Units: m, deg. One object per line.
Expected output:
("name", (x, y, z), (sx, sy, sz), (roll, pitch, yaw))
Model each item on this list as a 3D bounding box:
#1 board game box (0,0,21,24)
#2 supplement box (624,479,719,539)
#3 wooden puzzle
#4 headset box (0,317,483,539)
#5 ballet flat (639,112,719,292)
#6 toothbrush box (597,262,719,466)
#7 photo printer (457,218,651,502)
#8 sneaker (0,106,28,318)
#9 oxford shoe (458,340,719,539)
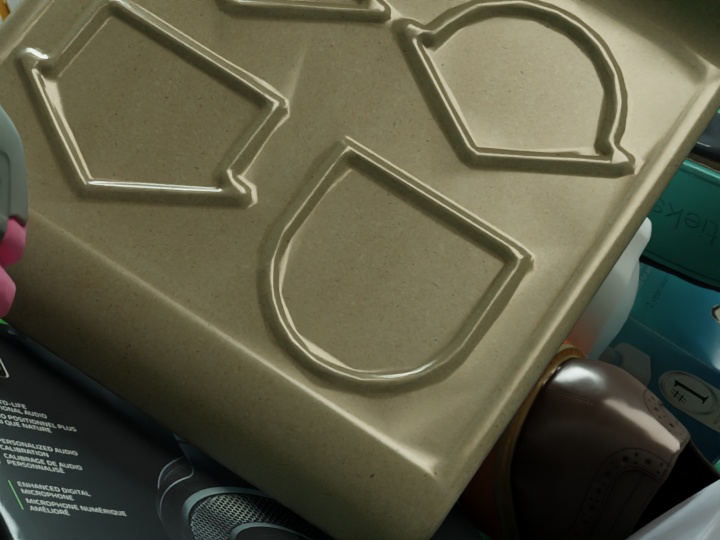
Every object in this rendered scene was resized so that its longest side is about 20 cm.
("board game box", (-0.198, -0.070, 0.751), (0.199, 0.200, 0.041), (20, -14, -16))
("supplement box", (0.130, 0.157, 0.644), (0.200, 0.061, 0.109), (57, 22, 3))
("wooden puzzle", (-0.010, -0.040, 0.708), (0.185, 0.200, 0.046), (32, -18, 10))
("headset box", (-0.052, 0.096, 0.688), (0.174, 0.093, 0.200), (13, 27, -35))
("ballet flat", (0.062, -0.053, 0.837), (0.199, 0.073, 0.073), (24, 22, 7))
("toothbrush box", (0.060, -0.001, 0.925), (0.199, 0.147, 0.085), (30, 60, 5))
("photo printer", (0.000, 0.000, 0.824), (0.166, 0.200, 0.070), (28, 60, -2))
("sneaker", (-0.165, 0.027, 0.615), (0.095, 0.200, 0.079), (25, -19, 30))
("oxford shoe", (0.084, 0.094, 0.776), (0.072, 0.071, 0.200), (23, -20, 27))
